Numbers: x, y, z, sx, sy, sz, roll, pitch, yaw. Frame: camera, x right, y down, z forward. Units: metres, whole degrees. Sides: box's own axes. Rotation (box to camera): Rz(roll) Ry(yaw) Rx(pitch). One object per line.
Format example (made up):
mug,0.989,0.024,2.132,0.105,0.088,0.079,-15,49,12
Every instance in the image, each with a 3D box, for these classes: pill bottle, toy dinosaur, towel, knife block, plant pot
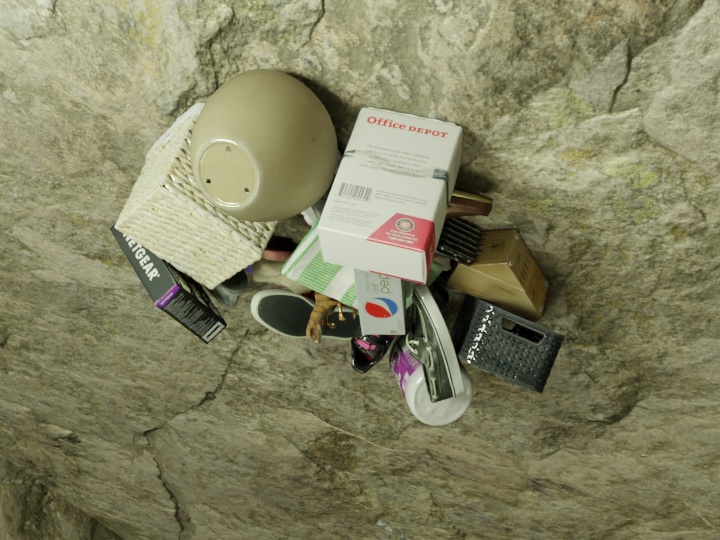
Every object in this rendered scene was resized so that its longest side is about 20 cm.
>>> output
pill bottle,0.108,0.160,1.692,0.110,0.200,0.114,-5,114,-11
toy dinosaur,-0.048,0.025,1.616,0.105,0.202,0.061,13,135,-13
towel,0.000,0.000,1.507,0.198,0.024,0.153,27,129,-17
knife block,0.170,-0.002,1.538,0.173,0.065,0.200,-3,142,35
plant pot,-0.144,-0.145,1.326,0.197,0.135,0.203,9,117,18

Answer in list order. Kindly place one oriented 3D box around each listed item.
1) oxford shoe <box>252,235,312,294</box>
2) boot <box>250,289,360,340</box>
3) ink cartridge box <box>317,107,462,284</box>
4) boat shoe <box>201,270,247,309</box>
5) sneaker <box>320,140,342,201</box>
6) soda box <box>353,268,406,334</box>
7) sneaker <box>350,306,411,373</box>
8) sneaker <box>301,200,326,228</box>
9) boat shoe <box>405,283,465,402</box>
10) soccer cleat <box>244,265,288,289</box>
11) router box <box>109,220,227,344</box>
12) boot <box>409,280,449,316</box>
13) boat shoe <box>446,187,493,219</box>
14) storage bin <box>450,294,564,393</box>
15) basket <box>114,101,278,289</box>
oxford shoe,-0.072,0.001,1.580,0.197,0.071,0.076,12,114,-2
boot,-0.110,0.063,1.727,0.197,0.074,0.144,13,-171,-28
ink cartridge box,0.043,-0.101,1.331,0.142,0.202,0.085,12,151,12
boat shoe,-0.265,-0.024,1.686,0.202,0.074,0.065,45,137,14
sneaker,-0.063,-0.171,1.405,0.200,0.075,0.088,42,139,-24
soda box,0.027,0.007,1.438,0.067,0.064,0.202,-1,140,6
sneaker,0.030,0.093,1.630,0.076,0.084,0.202,21,135,8
sneaker,0.001,-0.088,1.502,0.198,0.082,0.088,24,145,-16
boat shoe,0.103,0.111,1.514,0.063,0.071,0.202,-20,115,-2
soccer cleat,-0.156,-0.023,1.702,0.197,0.067,0.077,13,144,18
router box,-0.309,0.010,1.635,0.200,0.051,0.149,50,-179,39
boot,0.017,0.017,1.657,0.199,0.069,0.187,39,148,-23
boat shoe,0.086,-0.085,1.424,0.196,0.069,0.072,4,-176,10
storage bin,0.217,0.110,1.566,0.133,0.095,0.200,23,-178,-4
basket,-0.232,-0.106,1.524,0.199,0.162,0.197,35,147,-20
